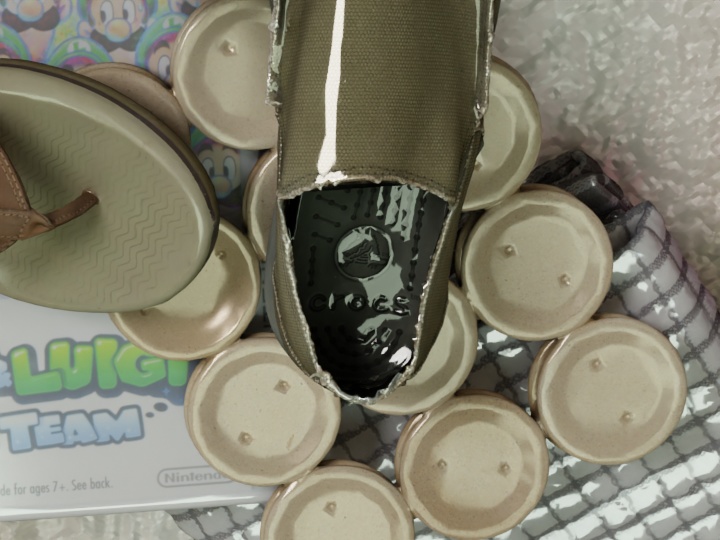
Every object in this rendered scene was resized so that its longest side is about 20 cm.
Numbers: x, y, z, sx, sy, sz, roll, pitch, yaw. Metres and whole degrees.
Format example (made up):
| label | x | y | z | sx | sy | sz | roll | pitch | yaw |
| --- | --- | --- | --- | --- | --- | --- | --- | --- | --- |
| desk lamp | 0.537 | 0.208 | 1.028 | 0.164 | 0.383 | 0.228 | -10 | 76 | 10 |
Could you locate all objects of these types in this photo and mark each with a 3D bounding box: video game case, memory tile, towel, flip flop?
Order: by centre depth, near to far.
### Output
| label | x | y | z | sx | sy | sz | roll | pitch | yaw |
| --- | --- | --- | --- | --- | --- | --- | --- | --- | --- |
| flip flop | -0.139 | -0.034 | 0.856 | 0.200 | 0.058 | 0.081 | 24 | 121 | -14 |
| memory tile | 0.000 | 0.000 | 0.920 | 0.153 | 0.017 | 0.200 | -29 | 106 | 0 |
| video game case | -0.110 | -0.010 | 0.922 | 0.199 | 0.024 | 0.183 | -3 | 102 | -10 |
| towel | 0.049 | 0.066 | 1.019 | 0.200 | 0.086 | 0.166 | -31 | 116 | 14 |

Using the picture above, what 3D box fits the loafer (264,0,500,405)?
| label | x | y | z | sx | sy | sz | roll | pitch | yaw |
| --- | --- | --- | --- | --- | --- | --- | --- | --- | --- |
| loafer | 0.009 | -0.048 | 0.848 | 0.075 | 0.070 | 0.201 | -2 | 116 | -7 |
